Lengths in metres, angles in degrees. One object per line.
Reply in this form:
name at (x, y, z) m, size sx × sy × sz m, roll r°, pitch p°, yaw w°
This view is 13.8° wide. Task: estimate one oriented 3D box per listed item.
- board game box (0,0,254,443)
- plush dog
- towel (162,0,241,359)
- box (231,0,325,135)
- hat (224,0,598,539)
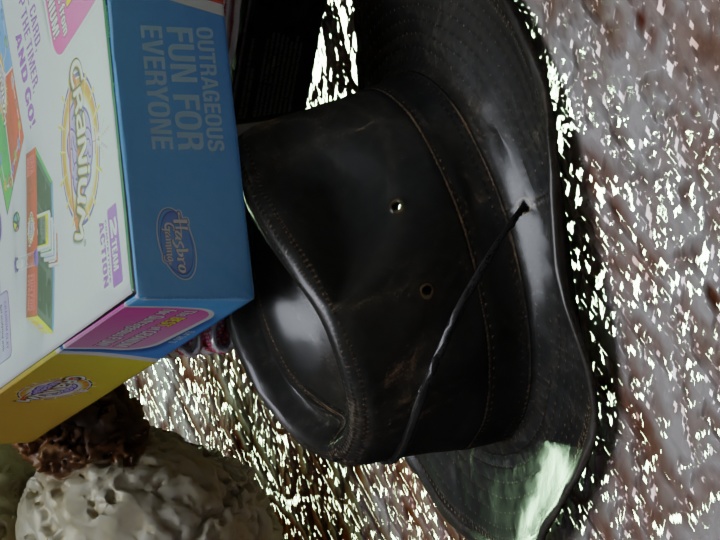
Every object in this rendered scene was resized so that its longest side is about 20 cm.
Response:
board game box at (-0.100, -0.037, 0.994) m, size 0.200 × 0.040 × 0.153 m, roll -31°, pitch 62°, yaw 60°
plush dog at (-0.103, 0.113, 1.130) m, size 0.172 × 0.200 × 0.161 m, roll -30°, pitch 25°, yaw 42°
towel at (-0.072, -0.044, 1.057) m, size 0.200 × 0.030 × 0.147 m, roll -177°, pitch 88°, yaw -74°
box at (-0.065, -0.138, 1.112) m, size 0.143 × 0.036 × 0.200 m, roll 102°, pitch 152°, yaw -45°
hat at (0.000, 0.000, 0.937) m, size 0.201 × 0.081 × 0.201 m, roll 170°, pitch 90°, yaw -71°
